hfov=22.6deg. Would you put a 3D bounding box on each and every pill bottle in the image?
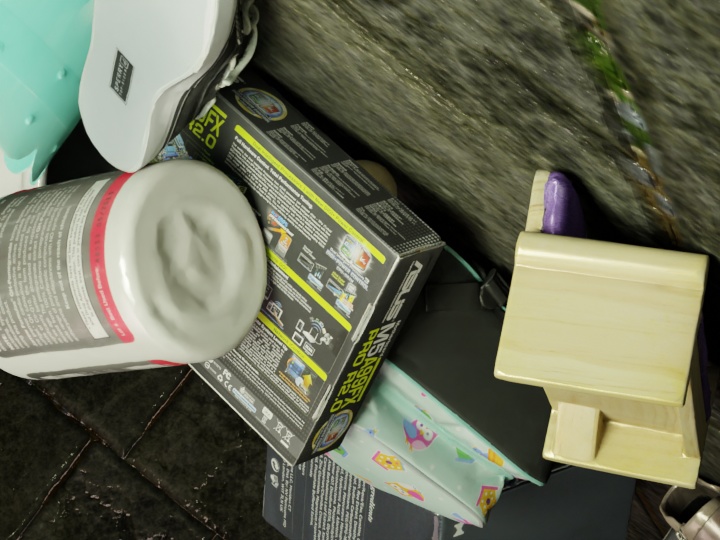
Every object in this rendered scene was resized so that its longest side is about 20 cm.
[{"bbox_3d":[-0.158,0.004,1.021,0.199,0.111,0.111,-8,142,40],"label":"pill bottle"}]

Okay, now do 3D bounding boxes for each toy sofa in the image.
[{"bbox_3d":[0.122,0.031,0.837,0.082,0.098,0.200,9,165,15],"label":"toy sofa"}]

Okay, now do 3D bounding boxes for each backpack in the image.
[{"bbox_3d":[0.033,0.064,1.158,0.176,0.154,0.200,35,176,-22],"label":"backpack"}]

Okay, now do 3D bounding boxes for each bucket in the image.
[{"bbox_3d":[-0.218,-0.159,1.009,0.207,0.135,0.207,36,172,6],"label":"bucket"}]

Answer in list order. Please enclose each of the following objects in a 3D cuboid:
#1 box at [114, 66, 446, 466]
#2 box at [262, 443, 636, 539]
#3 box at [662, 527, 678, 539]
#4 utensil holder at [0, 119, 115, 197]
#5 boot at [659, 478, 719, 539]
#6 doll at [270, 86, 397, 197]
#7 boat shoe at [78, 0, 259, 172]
[{"bbox_3d":[-0.062,-0.012,1.040,0.200,0.161,0.044,42,-146,24],"label":"box"},{"bbox_3d":[0.063,0.154,1.322,0.196,0.118,0.200,-14,-150,-36],"label":"box"},{"bbox_3d":[0.340,0.277,1.480,0.200,0.035,0.110,35,173,21],"label":"box"},{"bbox_3d":[-0.225,-0.076,1.253,0.199,0.170,0.170,11,158,37],"label":"utensil holder"},{"bbox_3d":[0.271,0.206,1.274,0.146,0.070,0.200,44,172,1],"label":"boot"},{"bbox_3d":[-0.052,-0.071,1.101,0.200,0.048,0.137,29,149,44],"label":"doll"},{"bbox_3d":[-0.085,-0.117,0.891,0.074,0.068,0.200,47,151,12],"label":"boat shoe"}]
